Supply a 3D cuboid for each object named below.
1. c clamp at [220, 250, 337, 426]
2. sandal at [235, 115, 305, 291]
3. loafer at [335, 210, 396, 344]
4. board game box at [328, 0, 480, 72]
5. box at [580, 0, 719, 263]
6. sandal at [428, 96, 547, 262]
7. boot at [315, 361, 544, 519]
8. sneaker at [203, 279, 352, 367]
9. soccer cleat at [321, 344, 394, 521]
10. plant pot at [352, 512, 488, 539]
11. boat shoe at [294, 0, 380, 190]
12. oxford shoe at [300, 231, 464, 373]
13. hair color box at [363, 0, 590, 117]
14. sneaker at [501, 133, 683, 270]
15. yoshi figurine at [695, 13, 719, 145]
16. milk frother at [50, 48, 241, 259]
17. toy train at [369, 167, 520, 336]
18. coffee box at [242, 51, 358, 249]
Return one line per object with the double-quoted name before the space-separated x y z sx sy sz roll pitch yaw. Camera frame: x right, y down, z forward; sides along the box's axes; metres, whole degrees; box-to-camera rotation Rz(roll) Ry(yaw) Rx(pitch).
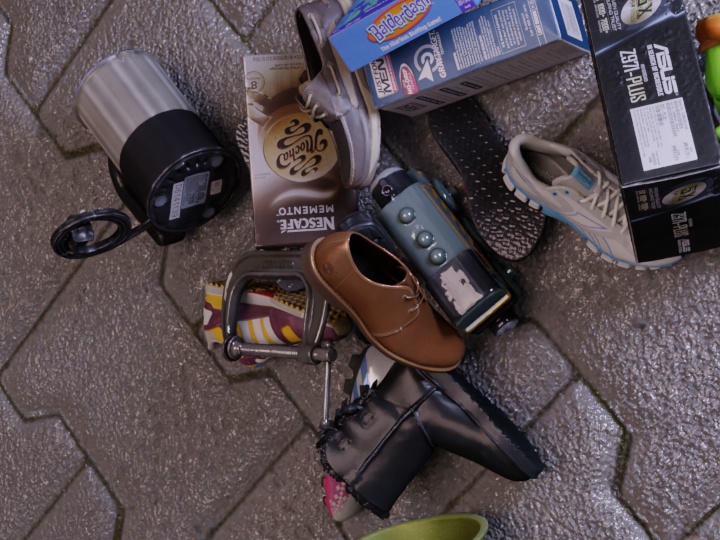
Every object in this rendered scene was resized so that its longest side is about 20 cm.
"c clamp" -0.089 0.060 1.619 0.200 0.027 0.172 9 89 49
"sandal" -0.081 -0.077 1.704 0.076 0.043 0.201 -13 83 5
"loafer" 0.000 0.000 1.581 0.068 0.201 0.071 -21 57 -6
"board game box" 0.067 -0.282 1.511 0.152 0.200 0.045 -24 111 31
"box" 0.258 -0.133 1.365 0.086 0.164 0.201 -12 64 9
"sandal" 0.132 -0.093 1.564 0.075 0.045 0.200 -29 61 6
"boot" 0.063 0.182 1.565 0.198 0.073 0.163 43 100 7
"sneaker" -0.090 0.066 1.704 0.200 0.075 0.090 14 106 39
"soccer cleat" 0.016 0.178 1.635 0.086 0.070 0.201 17 104 22
"plant pot" 0.059 0.369 1.559 0.200 0.200 0.191 -14 95 33
"boat shoe" -0.030 -0.176 1.561 0.074 0.073 0.201 142 121 -69
"oxford shoe" 0.036 0.032 1.483 0.071 0.200 0.072 -25 38 43
"hair color box" 0.112 -0.212 1.520 0.199 0.100 0.061 -18 82 24
"sneaker" 0.217 -0.067 1.460 0.200 0.087 0.075 29 82 15
"yoshi figurine" 0.355 -0.130 1.378 0.112 0.112 0.201 -5 92 27
"milk frother" -0.270 -0.120 1.723 0.188 0.200 0.181 50 126 33
"toy train" 0.084 -0.021 1.548 0.085 0.114 0.200 -39 71 12
"coffee box" -0.061 -0.124 1.638 0.113 0.080 0.201 -4 88 -1
